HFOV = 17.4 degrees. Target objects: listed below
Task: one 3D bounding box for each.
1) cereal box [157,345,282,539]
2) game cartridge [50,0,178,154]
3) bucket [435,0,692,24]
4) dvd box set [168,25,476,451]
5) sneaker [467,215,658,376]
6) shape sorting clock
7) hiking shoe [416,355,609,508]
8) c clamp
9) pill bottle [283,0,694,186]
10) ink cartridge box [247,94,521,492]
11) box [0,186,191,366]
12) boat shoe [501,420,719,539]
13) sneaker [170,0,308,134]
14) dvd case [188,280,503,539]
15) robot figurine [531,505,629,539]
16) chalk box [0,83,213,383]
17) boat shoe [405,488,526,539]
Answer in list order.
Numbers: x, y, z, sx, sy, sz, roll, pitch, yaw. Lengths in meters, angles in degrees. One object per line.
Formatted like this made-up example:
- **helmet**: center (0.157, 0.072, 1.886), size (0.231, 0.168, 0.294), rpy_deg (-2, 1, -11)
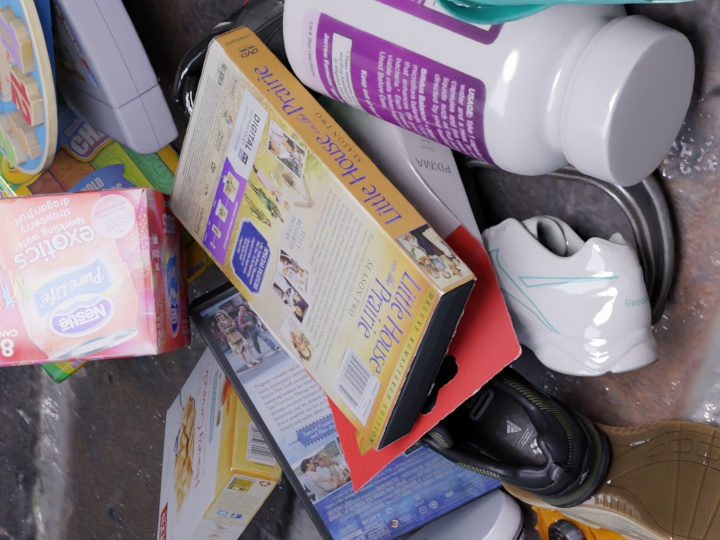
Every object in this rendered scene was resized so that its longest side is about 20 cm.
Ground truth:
- **cereal box**: center (-0.095, 0.116, 1.590), size (0.039, 0.144, 0.200), rpy_deg (12, 146, -16)
- **game cartridge**: center (-0.178, -0.165, 1.411), size (0.200, 0.042, 0.133), rpy_deg (65, 168, -23)
- **bucket**: center (0.086, -0.208, 1.039), size (0.135, 0.207, 0.207), rpy_deg (1, 124, 56)
- **dvd box set**: center (-0.026, -0.017, 1.282), size (0.200, 0.029, 0.146), rpy_deg (48, 145, 23)
- **sneaker**: center (0.085, 0.005, 1.319), size (0.200, 0.070, 0.080), rpy_deg (9, 108, 44)
- **shape sorting clock**: center (-0.228, -0.152, 1.403), size (0.200, 0.039, 0.200), rpy_deg (45, 149, 37)
- **hiking shoe**: center (0.050, 0.065, 1.360), size (0.200, 0.076, 0.101), rpy_deg (28, 179, 21)
- **c clamp**: center (0.107, -0.014, 1.348), size (0.200, 0.027, 0.171), rpy_deg (6, 123, 46)
- **pill bottle**: center (0.067, -0.115, 1.216), size (0.200, 0.112, 0.112), rpy_deg (25, 139, 31)
- **ink cartridge box**: center (0.000, 0.000, 1.333), size (0.161, 0.050, 0.200), rpy_deg (-43, 50, 38)
- **box**: center (-0.160, 0.004, 1.375), size (0.200, 0.102, 0.095), rpy_deg (21, -115, -89)
- **boat shoe**: center (0.177, 0.129, 1.375), size (0.200, 0.072, 0.065), rpy_deg (6, 163, 39)
- **sneaker**: center (-0.076, -0.098, 1.399), size (0.071, 0.098, 0.200), rpy_deg (43, 146, 5)
- **dvd case**: center (0.002, 0.072, 1.461), size (0.200, 0.143, 0.018), rpy_deg (60, -172, -17)
- **robot figurine**: center (0.160, 0.207, 1.403), size (0.200, 0.145, 0.058), rpy_deg (32, 147, 38)
- **chalk box**: center (-0.202, -0.050, 1.557), size (0.200, 0.124, 0.124), rpy_deg (51, 145, -5)
- **boat shoe**: center (0.067, 0.204, 1.561), size (0.066, 0.070, 0.200), rpy_deg (34, 143, -9)
